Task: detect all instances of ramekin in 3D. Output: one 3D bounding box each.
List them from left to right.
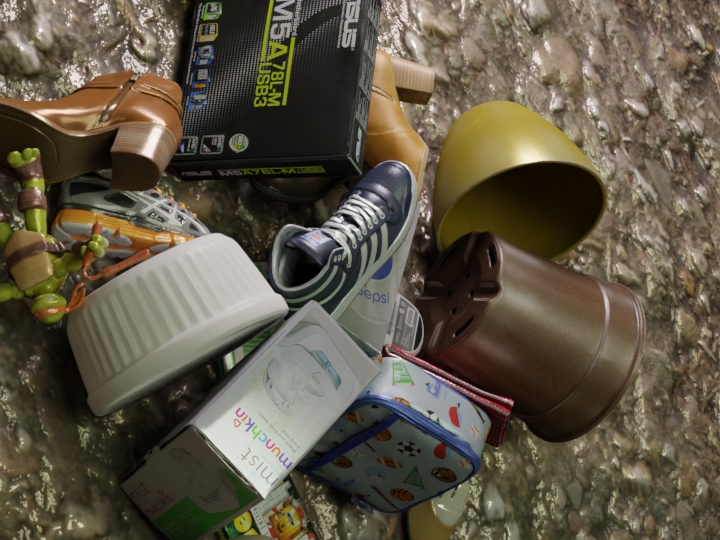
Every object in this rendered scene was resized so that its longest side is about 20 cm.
[{"bbox_3d":[-0.172,0.044,1.465,0.202,0.202,0.094,-25,84,-46],"label":"ramekin"}]

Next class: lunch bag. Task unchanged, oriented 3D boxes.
[{"bbox_3d":[0.020,0.167,1.614,0.160,0.200,0.076,32,52,-19],"label":"lunch bag"}]

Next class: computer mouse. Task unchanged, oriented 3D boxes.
[{"bbox_3d":[-0.017,0.036,1.699,0.200,0.044,0.110,34,50,-27],"label":"computer mouse"}]

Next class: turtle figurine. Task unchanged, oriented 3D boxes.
[{"bbox_3d":[-0.279,-0.021,1.409,0.162,0.200,0.064,68,16,15],"label":"turtle figurine"}]

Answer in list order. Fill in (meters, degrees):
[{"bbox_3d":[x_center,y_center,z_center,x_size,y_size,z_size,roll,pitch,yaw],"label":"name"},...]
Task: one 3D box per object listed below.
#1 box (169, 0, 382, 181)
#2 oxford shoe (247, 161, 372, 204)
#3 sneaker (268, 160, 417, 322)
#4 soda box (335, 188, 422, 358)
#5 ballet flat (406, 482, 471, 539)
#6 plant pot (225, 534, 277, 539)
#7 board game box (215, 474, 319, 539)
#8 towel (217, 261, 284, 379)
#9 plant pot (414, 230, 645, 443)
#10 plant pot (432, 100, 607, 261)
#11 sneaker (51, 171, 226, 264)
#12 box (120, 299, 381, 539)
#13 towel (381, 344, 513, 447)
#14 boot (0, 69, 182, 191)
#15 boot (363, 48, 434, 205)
[{"bbox_3d":[-0.083,-0.188,1.619,0.048,0.193,0.200,49,45,-59],"label":"box"},{"bbox_3d":[-0.044,-0.125,1.703,0.073,0.085,0.200,38,35,22],"label":"oxford shoe"},{"bbox_3d":[-0.016,-0.037,1.537,0.200,0.070,0.109,-56,155,-15],"label":"sneaker"},{"bbox_3d":[0.000,0.000,1.651,0.063,0.068,0.200,36,50,-25],"label":"soda box"},{"bbox_3d":[0.094,0.216,1.769,0.069,0.063,0.200,28,61,-39],"label":"ballet flat"},{"bbox_3d":[-0.135,0.322,1.440,0.183,0.200,0.201,-16,90,-58],"label":"plant pot"},{"bbox_3d":[-0.093,0.258,1.601,0.105,0.023,0.200,-31,101,-43],"label":"board game box"},{"bbox_3d":[-0.073,0.062,1.675,0.200,0.023,0.153,-5,82,-45],"label":"towel"},{"bbox_3d":[0.178,0.064,1.819,0.198,0.200,0.201,28,60,-27],"label":"plant pot"},{"bbox_3d":[0.167,-0.110,1.866,0.200,0.200,0.142,22,40,-39],"label":"plant pot"},{"bbox_3d":[-0.201,-0.048,1.544,0.200,0.078,0.077,19,57,-42],"label":"sneaker"},{"bbox_3d":[-0.104,0.142,1.471,0.097,0.200,0.176,45,55,-3],"label":"box"},{"bbox_3d":[0.088,0.129,1.673,0.144,0.200,0.023,26,77,8],"label":"towel"},{"bbox_3d":[-0.264,-0.144,1.506,0.200,0.074,0.155,16,35,-7],"label":"boot"},{"bbox_3d":[-0.004,-0.136,1.652,0.144,0.071,0.202,8,67,-5],"label":"boot"}]
